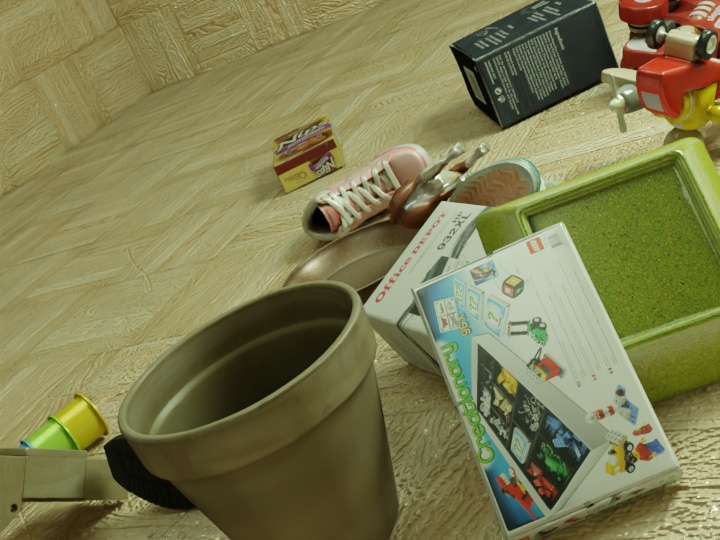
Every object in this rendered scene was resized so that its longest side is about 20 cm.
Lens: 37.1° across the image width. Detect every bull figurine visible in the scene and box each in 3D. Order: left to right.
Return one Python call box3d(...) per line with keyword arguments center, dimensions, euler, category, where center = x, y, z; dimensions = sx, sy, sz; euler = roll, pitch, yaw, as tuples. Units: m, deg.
box3d(center=(0.104, -0.093, 1.240), dimensions=(0.121, 0.065, 0.200), euler=(-42, -8, 29), category="bull figurine")

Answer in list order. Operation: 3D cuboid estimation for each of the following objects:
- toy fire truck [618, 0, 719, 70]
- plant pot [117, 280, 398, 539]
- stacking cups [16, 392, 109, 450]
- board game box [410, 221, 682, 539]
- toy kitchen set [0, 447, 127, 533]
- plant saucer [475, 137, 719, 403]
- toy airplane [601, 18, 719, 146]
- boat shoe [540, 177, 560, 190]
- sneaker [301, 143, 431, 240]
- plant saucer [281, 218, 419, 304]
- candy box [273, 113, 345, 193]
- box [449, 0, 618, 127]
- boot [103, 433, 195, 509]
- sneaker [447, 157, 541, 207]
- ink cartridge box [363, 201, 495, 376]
box3d(center=(0.448, -0.328, 1.462), dimensions=(0.166, 0.113, 0.200), euler=(13, 40, 32), category="toy fire truck")
box3d(center=(-0.057, 0.134, 0.815), dimensions=(0.198, 0.175, 0.200), euler=(-22, 20, 8), category="plant pot")
box3d(center=(-0.369, 0.220, 1.172), dimensions=(0.200, 0.061, 0.060), euler=(-41, 25, -28), category="stacking cups")
box3d(center=(0.126, 0.077, 0.761), dimensions=(0.125, 0.035, 0.202), euler=(-23, 61, 6), category="board game box")
box3d(center=(-0.353, 0.260, 1.020), dimensions=(0.162, 0.183, 0.199), euler=(-6, -12, 37), category="toy kitchen set")
box3d(center=(0.206, -0.002, 0.823), dimensions=(0.197, 0.048, 0.202), euler=(-20, 62, 5), category="plant saucer")
box3d(center=(0.371, -0.183, 1.172), dimensions=(0.196, 0.143, 0.200), euler=(13, 11, -4), category="toy airplane")
box3d(center=(0.205, -0.049, 1.104), dimensions=(0.064, 0.076, 0.202), euler=(9, 13, -2), category="boat shoe")
box3d(center=(0.003, -0.098, 1.462), dimensions=(0.199, 0.076, 0.105), euler=(-24, 14, 29), category="sneaker")
box3d(center=(0.000, 0.000, 1.282), dimensions=(0.198, 0.037, 0.201), euler=(-24, 19, 9), category="plant saucer")
box3d(center=(-0.092, -0.209, 1.886), dimensions=(0.115, 0.057, 0.200), euler=(-25, 19, 5), category="candy box")
box3d(center=(0.263, -0.329, 1.653), dimensions=(0.198, 0.118, 0.197), euler=(-26, 20, 3), category="box")
box3d(center=(-0.129, 0.156, 1.018), dimensions=(0.197, 0.078, 0.138), euler=(0, 25, 25), category="boot")
box3d(center=(0.134, -0.064, 1.141), dimensions=(0.080, 0.072, 0.200), euler=(-33, -8, -40), category="sneaker")
box3d(center=(0.109, 0.022, 0.968), dimensions=(0.146, 0.084, 0.199), euler=(-52, 26, -13), category="ink cartridge box")
